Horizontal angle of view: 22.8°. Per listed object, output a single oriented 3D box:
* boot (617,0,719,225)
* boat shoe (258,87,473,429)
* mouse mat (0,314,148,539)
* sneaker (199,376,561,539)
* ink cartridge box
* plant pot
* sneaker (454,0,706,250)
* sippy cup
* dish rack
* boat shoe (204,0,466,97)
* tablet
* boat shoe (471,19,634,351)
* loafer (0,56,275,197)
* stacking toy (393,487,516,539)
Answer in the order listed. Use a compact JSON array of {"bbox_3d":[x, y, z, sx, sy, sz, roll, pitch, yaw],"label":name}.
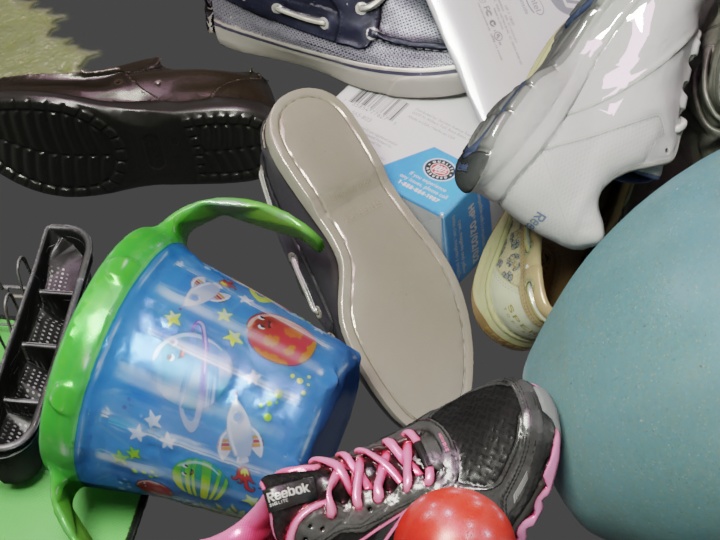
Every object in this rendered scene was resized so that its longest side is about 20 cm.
[{"bbox_3d":[0.186,-0.074,0.943,0.067,0.131,0.201,13,83,3],"label":"boot"},{"bbox_3d":[0.000,0.000,0.973,0.072,0.063,0.201,-21,79,-24],"label":"boat shoe"},{"bbox_3d":[-0.202,0.088,0.979,0.198,0.008,0.162,6,50,11],"label":"mouse mat"},{"bbox_3d":[0.001,0.111,0.823,0.200,0.095,0.079,-38,44,17],"label":"sneaker"},{"bbox_3d":[0.068,-0.094,1.061,0.115,0.068,0.200,29,59,29],"label":"ink cartridge box"},{"bbox_3d":[0.157,0.059,0.853,0.134,0.200,0.201,-25,44,21],"label":"plant pot"},{"bbox_3d":[0.132,-0.094,0.907,0.087,0.074,0.200,40,75,-4],"label":"sneaker"},{"bbox_3d":[-0.074,0.063,0.902,0.130,0.179,0.140,22,24,11],"label":"sippy cup"},{"bbox_3d":[-0.251,0.046,0.983,0.198,0.055,0.154,2,48,10],"label":"dish rack"},{"bbox_3d":[-0.008,-0.164,1.029,0.199,0.093,0.075,12,50,20],"label":"boat shoe"},{"bbox_3d":[0.099,-0.150,1.015,0.130,0.014,0.201,-21,86,-28],"label":"tablet"},{"bbox_3d":[0.118,-0.053,0.954,0.073,0.063,0.201,22,69,-17],"label":"boat shoe"},{"bbox_3d":[-0.142,-0.092,1.096,0.198,0.073,0.072,4,39,4],"label":"loafer"},{"bbox_3d":[0.010,0.187,0.760,0.085,0.085,0.201,25,83,26],"label":"stacking toy"}]
